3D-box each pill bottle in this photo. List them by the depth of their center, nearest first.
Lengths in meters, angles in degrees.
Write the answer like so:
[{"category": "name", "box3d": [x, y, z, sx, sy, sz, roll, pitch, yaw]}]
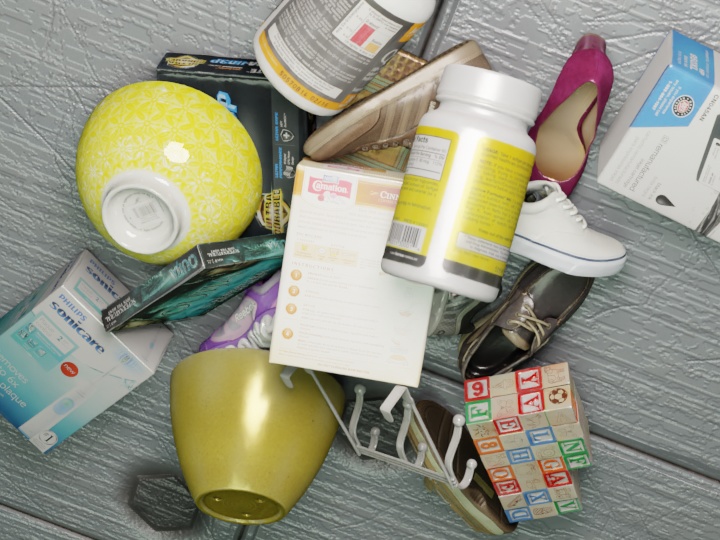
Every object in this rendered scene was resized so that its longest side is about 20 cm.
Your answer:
[{"category": "pill bottle", "box3d": [0.097, -0.080, 1.377, 0.113, 0.114, 0.202, 16, 91, 2]}, {"category": "pill bottle", "box3d": [-0.002, -0.249, 1.404, 0.116, 0.117, 0.200, 39, 121, -13]}]

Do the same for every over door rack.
[{"category": "over door rack", "box3d": [0.028, 0.151, 1.579, 0.147, 0.067, 0.200, 14, 156, 36]}]

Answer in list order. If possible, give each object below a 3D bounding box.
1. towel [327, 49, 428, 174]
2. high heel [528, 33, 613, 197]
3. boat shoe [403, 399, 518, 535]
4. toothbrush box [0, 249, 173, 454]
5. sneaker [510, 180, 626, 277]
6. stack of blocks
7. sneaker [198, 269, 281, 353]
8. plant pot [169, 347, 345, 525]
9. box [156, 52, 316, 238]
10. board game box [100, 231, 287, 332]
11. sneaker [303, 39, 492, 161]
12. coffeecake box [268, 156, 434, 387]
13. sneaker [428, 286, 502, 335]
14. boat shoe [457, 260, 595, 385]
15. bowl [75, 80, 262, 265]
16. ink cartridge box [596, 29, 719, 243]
[{"category": "towel", "box3d": [0.037, -0.116, 1.508, 0.146, 0.022, 0.201, 24, 107, -4]}, {"category": "high heel", "box3d": [0.196, -0.126, 1.450, 0.067, 0.096, 0.201, 12, 123, 4]}, {"category": "boat shoe", "box3d": [0.100, 0.235, 1.716, 0.076, 0.072, 0.201, -19, 115, 39]}, {"category": "toothbrush box", "box3d": [-0.337, 0.095, 1.707, 0.199, 0.085, 0.146, -35, 109, 26]}, {"category": "sneaker", "box3d": [0.187, -0.048, 1.476, 0.199, 0.073, 0.071, 14, 115, -26]}, {"category": "stack of blocks", "box3d": [0.193, 0.191, 1.632, 0.114, 0.059, 0.201, -11, 137, 13]}, {"category": "sneaker", "box3d": [-0.112, 0.054, 1.644, 0.080, 0.089, 0.200, 8, 155, -37]}, {"category": "plant pot", "box3d": [-0.121, 0.195, 1.644, 0.198, 0.143, 0.201, 4, 149, 3]}, {"category": "box", "box3d": [-0.126, -0.122, 1.550, 0.158, 0.046, 0.201, 6, 123, 8]}, {"category": "board game box", "box3d": [-0.167, 0.013, 1.566, 0.200, 0.135, 0.028, -30, 75, 46]}, {"category": "sneaker", "box3d": [0.041, -0.145, 1.451, 0.199, 0.070, 0.076, -29, 99, 11]}, {"category": "coffeecake box", "box3d": [0.000, 0.000, 1.487, 0.152, 0.073, 0.202, 9, 101, 1]}, {"category": "sneaker", "box3d": [0.114, -0.014, 1.554, 0.087, 0.074, 0.201, 12, 110, -30]}, {"category": "boat shoe", "box3d": [0.177, 0.058, 1.582, 0.074, 0.073, 0.200, 34, 122, -10]}, {"category": "bowl", "box3d": [-0.205, -0.077, 1.504, 0.198, 0.108, 0.201, 6, 123, 9]}, {"category": "ink cartridge box", "box3d": [0.348, -0.114, 1.433, 0.199, 0.084, 0.145, 25, 123, -5]}]
